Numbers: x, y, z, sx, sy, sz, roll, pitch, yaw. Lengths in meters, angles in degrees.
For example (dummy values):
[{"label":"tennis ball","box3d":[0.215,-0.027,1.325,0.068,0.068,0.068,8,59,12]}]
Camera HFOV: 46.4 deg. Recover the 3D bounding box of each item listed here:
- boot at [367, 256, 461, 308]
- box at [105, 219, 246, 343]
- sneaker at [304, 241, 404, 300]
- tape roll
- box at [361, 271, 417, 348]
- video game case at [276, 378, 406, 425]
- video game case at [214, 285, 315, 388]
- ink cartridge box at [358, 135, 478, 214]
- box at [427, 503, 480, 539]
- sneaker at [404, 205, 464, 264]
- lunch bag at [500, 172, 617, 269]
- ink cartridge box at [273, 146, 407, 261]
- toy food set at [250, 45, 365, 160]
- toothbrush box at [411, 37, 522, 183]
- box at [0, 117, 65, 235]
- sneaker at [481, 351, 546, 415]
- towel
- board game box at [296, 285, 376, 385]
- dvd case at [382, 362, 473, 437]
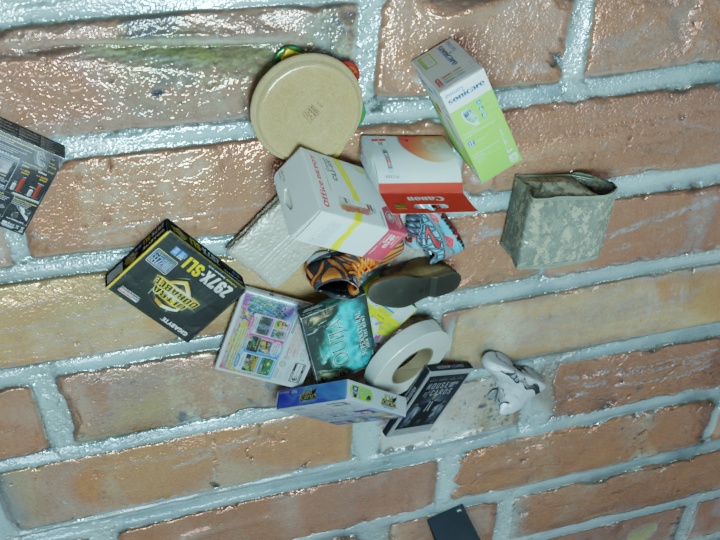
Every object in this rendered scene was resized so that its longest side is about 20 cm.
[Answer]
[{"label":"boot","box3d":[0.093,0.019,1.641,0.199,0.076,0.074,-10,131,-26]},{"label":"box","box3d":[-0.331,0.023,1.521,0.160,0.049,0.200,-41,127,9]},{"label":"sneaker","box3d":[0.000,0.000,1.581,0.199,0.112,0.078,-20,128,-5]},{"label":"tape roll","box3d":[0.098,0.185,1.746,0.202,0.037,0.203,-28,149,-19]},{"label":"box","box3d":[0.005,0.107,1.702,0.200,0.048,0.117,-45,126,11]},{"label":"video game case","box3d":[-0.038,0.272,1.716,0.200,0.046,0.181,-15,152,40]},{"label":"video game case","box3d":[-0.172,0.134,1.648,0.181,0.024,0.200,16,120,-15]},{"label":"ink cartridge box","box3d":[0.098,-0.168,1.442,0.162,0.200,0.050,-3,124,-18]},{"label":"box","box3d":[0.264,0.734,2.169,0.107,0.149,0.200,-22,128,-4]},{"label":"sneaker","box3d":[0.120,-0.080,1.590,0.095,0.079,0.200,-34,128,8]},{"label":"lunch bag","box3d":[0.395,-0.100,1.650,0.199,0.118,0.165,-2,124,-12]},{"label":"ink cartridge box","box3d":[-0.034,-0.111,1.438,0.200,0.146,0.083,12,137,-41]},{"label":"toy food set","box3d":[-0.086,-0.271,1.401,0.199,0.049,0.198,21,114,-30]},{"label":"toothbrush box","box3d":[0.182,-0.273,1.434,0.086,0.146,0.200,-30,129,3]},{"label":"box","box3d":[-0.585,-0.162,1.299,0.200,0.050,0.158,24,113,-31]},{"label":"sneaker","box3d":[0.325,0.261,1.904,0.200,0.075,0.115,26,109,-36]},{"label":"towel","box3d":[-0.136,-0.069,1.535,0.200,0.035,0.132,-43,125,11]},{"label":"board game box","box3d":[-0.043,0.130,1.638,0.135,0.028,0.200,-21,134,-11]},{"label":"dvd case","box3d":[0.149,0.285,1.858,0.150,0.025,0.200,2,128,-44]}]
